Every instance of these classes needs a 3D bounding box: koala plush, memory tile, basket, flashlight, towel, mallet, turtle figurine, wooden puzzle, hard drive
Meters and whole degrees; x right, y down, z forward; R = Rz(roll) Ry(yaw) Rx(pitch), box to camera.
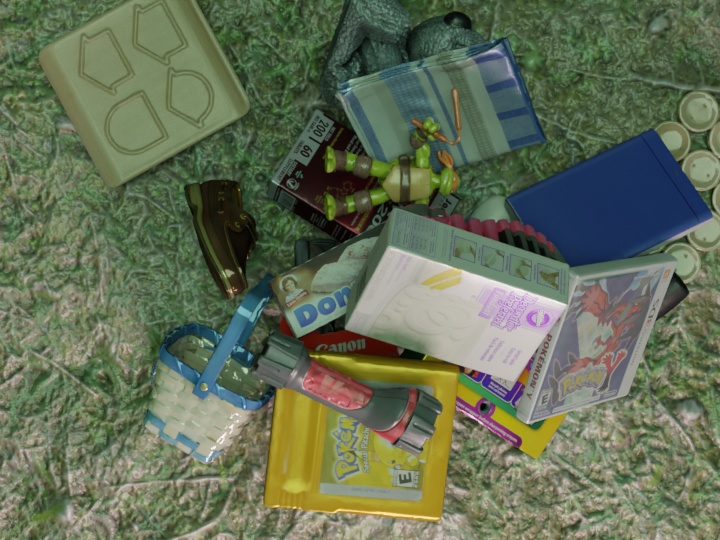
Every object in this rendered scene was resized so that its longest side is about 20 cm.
[{"bbox_3d":[0.067,-0.244,1.524,0.199,0.178,0.185,18,127,-7],"label":"koala plush"},{"bbox_3d":[0.390,-0.100,1.597,0.153,0.017,0.200,41,89,0],"label":"memory tile"},{"bbox_3d":[-0.155,0.102,1.505,0.139,0.176,0.201,34,99,1],"label":"basket"},{"bbox_3d":[-0.014,0.124,1.404,0.199,0.068,0.068,27,95,-8],"label":"flashlight"},{"bbox_3d":[0.088,-0.169,1.457,0.199,0.024,0.147,-14,127,19],"label":"towel"},{"bbox_3d":[0.295,-0.021,1.580,0.200,0.041,0.066,43,108,4],"label":"mallet"},{"bbox_3d":[0.041,-0.106,1.460,0.160,0.065,0.201,0,116,-5],"label":"turtle figurine"},{"bbox_3d":[-0.253,-0.222,1.577,0.199,0.046,0.186,-29,89,3],"label":"wooden puzzle"},{"bbox_3d":[0.284,-0.069,1.539,0.199,0.025,0.132,-25,67,-9],"label":"hard drive"}]

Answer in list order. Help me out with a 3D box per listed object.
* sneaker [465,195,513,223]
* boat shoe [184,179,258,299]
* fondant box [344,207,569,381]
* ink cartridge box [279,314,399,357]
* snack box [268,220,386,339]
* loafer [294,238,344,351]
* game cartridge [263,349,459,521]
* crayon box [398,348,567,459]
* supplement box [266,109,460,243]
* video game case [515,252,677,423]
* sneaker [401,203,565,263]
[{"bbox_3d":[0.121,-0.001,1.563,0.072,0.072,0.201,36,87,2],"label":"sneaker"},{"bbox_3d":[-0.150,-0.045,1.508,0.067,0.201,0.072,-19,127,-4],"label":"boat shoe"},{"bbox_3d":[0.100,0.028,1.401,0.199,0.145,0.059,17,48,-10],"label":"fondant box"},{"bbox_3d":[-0.008,0.141,1.522,0.161,0.050,0.202,-8,102,-31],"label":"ink cartridge box"},{"bbox_3d":[0.000,0.000,1.494,0.199,0.024,0.072,-27,87,-11],"label":"snack box"},{"bbox_3d":[-0.040,0.061,1.562,0.062,0.072,0.202,-5,86,-5],"label":"loafer"},{"bbox_3d":[0.000,0.180,1.460,0.198,0.032,0.178,5,97,-8],"label":"game cartridge"},{"bbox_3d":[0.168,0.092,1.535,0.199,0.058,0.173,34,89,-23],"label":"crayon box"},{"bbox_3d":[0.003,-0.085,1.556,0.199,0.061,0.109,31,73,-1],"label":"supplement box"},{"bbox_3d":[0.266,0.073,1.491,0.023,0.199,0.183,33,118,37],"label":"video game case"},{"bbox_3d":[0.123,-0.006,1.448,0.198,0.079,0.096,14,127,-4],"label":"sneaker"}]
